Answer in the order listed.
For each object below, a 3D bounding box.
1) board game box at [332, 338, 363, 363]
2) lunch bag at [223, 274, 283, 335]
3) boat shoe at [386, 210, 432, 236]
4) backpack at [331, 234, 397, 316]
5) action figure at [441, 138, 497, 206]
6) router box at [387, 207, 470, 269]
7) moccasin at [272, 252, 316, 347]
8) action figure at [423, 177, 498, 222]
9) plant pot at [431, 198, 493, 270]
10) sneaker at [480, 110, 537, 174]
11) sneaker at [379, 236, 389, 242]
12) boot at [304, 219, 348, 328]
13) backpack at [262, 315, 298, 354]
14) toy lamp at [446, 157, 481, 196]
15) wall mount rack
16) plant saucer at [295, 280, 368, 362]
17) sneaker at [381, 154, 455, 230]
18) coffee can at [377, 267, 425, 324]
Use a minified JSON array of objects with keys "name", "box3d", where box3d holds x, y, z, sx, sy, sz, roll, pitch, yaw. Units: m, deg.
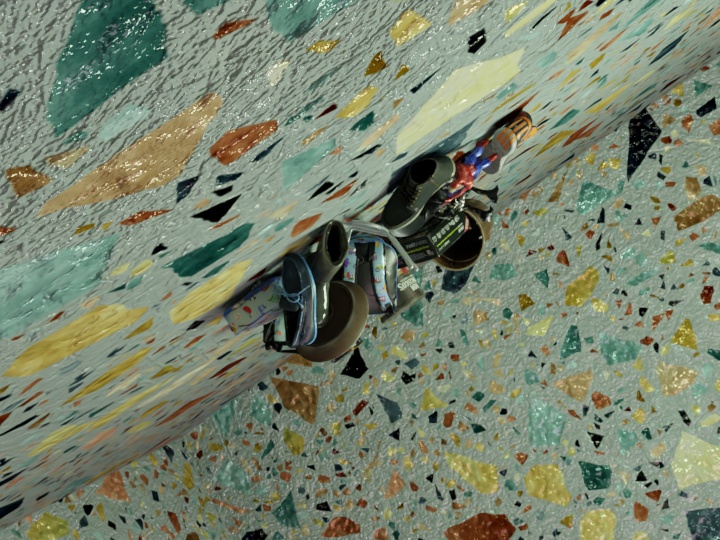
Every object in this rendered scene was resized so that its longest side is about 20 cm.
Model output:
[{"name":"board game box","box3d":[-0.093,0.191,2.470,0.056,0.201,0.165,-30,174,-31]},{"name":"lunch bag","box3d":[-0.212,0.074,1.635,0.159,0.076,0.200,-33,174,14]},{"name":"boat shoe","box3d":[0.111,-0.129,1.808,0.086,0.075,0.201,-22,-169,46]},{"name":"backpack","box3d":[0.000,0.000,1.760,0.179,0.203,0.135,-4,-148,-6]},{"name":"action figure","box3d":[0.218,-0.210,1.601,0.098,0.066,0.200,-27,-168,37]},{"name":"router box","box3d":[0.152,-0.075,1.820,0.150,0.063,0.199,-40,-166,-38]},{"name":"moccasin","box3d":[-0.131,0.067,1.516,0.068,0.203,0.080,-23,-158,-38]},{"name":"action figure","box3d":[0.209,-0.165,1.698,0.102,0.197,0.121,-77,177,-70]},{"name":"plant pot","box3d":[0.316,-0.126,2.311,0.200,0.201,0.198,-37,179,32]},{"name":"sneaker","box3d":[0.338,-0.290,1.689,0.111,0.078,0.200,-36,179,-18]},{"name":"sneaker","box3d":[0.020,-0.019,1.957,0.200,0.070,0.076,-49,-166,2]},{"name":"boot","box3d":[-0.071,0.012,1.532,0.071,0.185,0.200,-1,166,-24]},{"name":"backpack","box3d":[-0.141,0.128,1.864,0.196,0.129,0.167,0,-162,-2]},{"name":"toy lamp","box3d":[0.242,-0.223,1.793,0.058,0.059,0.200,-31,174,-20]},{"name":"wall mount rack","box3d":[0.043,-0.056,1.588,0.200,0.171,0.076,10,93,-80]},{"name":"plant saucer","box3d":[-0.075,0.103,1.637,0.199,0.202,0.034,-35,137,9]},{"name":"sneaker","box3d":[0.097,-0.161,1.511,0.200,0.075,0.106,-47,164,23]},{"name":"coffee can","box3d":[0.067,0.024,2.056,0.145,0.201,0.146,-33,173,-4]}]
